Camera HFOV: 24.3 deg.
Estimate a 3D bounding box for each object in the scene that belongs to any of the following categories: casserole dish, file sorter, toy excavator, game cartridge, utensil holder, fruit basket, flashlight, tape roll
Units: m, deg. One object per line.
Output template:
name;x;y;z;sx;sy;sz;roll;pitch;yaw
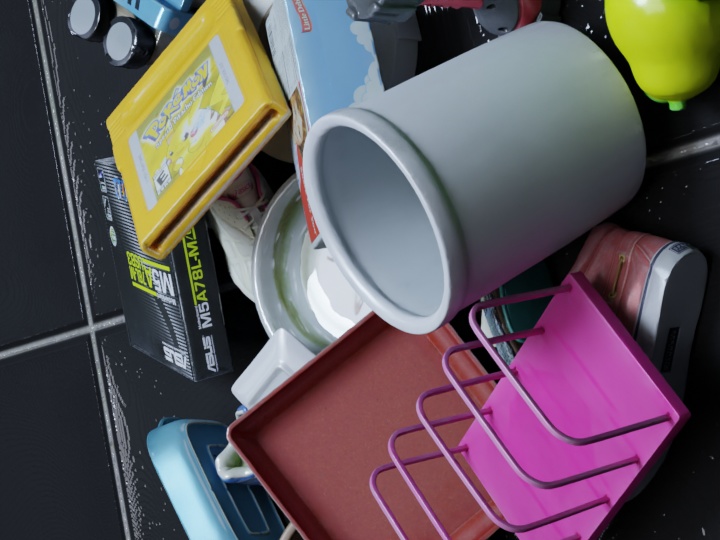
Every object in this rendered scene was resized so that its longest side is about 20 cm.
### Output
casserole dish;-0.126;0.214;1.569;0.039;0.121;0.201;-38;67;21
file sorter;0.110;0.126;1.208;0.139;0.125;0.201;55;135;30
toy excavator;-0.164;-0.278;1.574;0.194;0.100;0.201;35;110;36
game cartridge;-0.146;-0.132;1.440;0.176;0.032;0.201;-47;39;19
utensil holder;0.086;-0.074;1.223;0.170;0.199;0.171;43;149;34
fruit basket;0.224;-0.226;1.171;0.215;0.156;0.216;32;157;16
flashlight;0.070;-0.207;1.259;0.068;0.199;0.068;-15;85;46
tape roll;-0.039;-0.193;1.465;0.202;0.037;0.205;1;92;37

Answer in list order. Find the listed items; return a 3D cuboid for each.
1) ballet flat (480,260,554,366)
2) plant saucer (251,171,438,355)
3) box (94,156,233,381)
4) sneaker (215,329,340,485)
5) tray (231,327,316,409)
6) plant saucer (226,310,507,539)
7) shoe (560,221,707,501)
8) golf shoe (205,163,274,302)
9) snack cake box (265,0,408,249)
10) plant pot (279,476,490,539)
ballet flat;0.128;0.066;1.324;0.074;0.074;0.202;-27;74;43
plant saucer;0.000;0.000;1.439;0.199;0.050;0.202;0;90;29
box;-0.190;-0.008;1.588;0.200;0.047;0.195;18;118;63
sneaker;-0.063;0.131;1.518;0.076;0.077;0.201;51;125;31
tray;-0.021;0.146;1.444;0.200;0.022;0.107;41;132;1
plant saucer;0.026;0.147;1.355;0.200;0.199;0.037;51;174;3
shoe;0.193;0.067;1.260;0.091;0.071;0.202;23;106;44
golf shoe;-0.098;-0.040;1.508;0.200;0.075;0.092;50;165;16
snack cake box;-0.021;-0.127;1.349;0.115;0.067;0.202;141;119;-76
plant pot;0.018;0.273;1.409;0.093;0.199;0.203;133;128;-85
